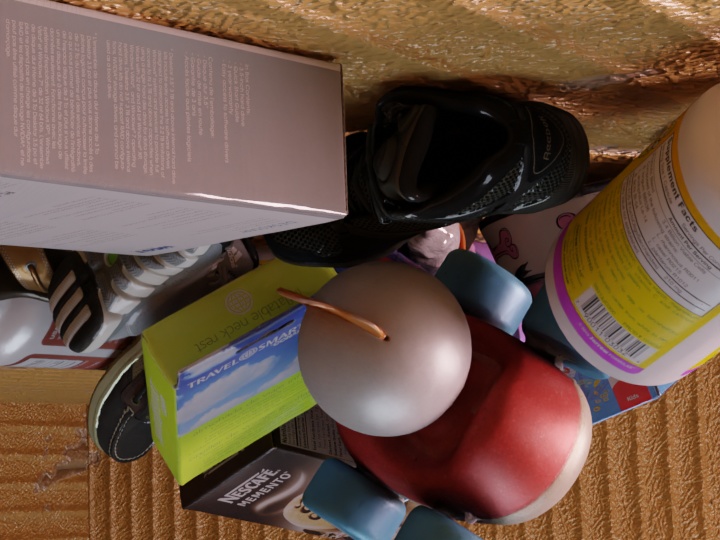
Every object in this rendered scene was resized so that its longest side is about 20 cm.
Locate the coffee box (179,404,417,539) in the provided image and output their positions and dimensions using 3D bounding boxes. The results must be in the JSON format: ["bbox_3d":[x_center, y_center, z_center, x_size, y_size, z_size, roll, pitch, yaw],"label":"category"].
[{"bbox_3d":[-0.027,0.140,1.223,0.199,0.080,0.113,19,140,-37],"label":"coffee box"}]

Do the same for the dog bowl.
[{"bbox_3d":[0.186,-0.014,1.130,0.199,0.074,0.200,-9,172,-1],"label":"dog bowl"}]

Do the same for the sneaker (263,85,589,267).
[{"bbox_3d":[0.011,-0.051,0.869,0.198,0.077,0.114,-11,168,33],"label":"sneaker"}]

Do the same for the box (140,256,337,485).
[{"bbox_3d":[-0.074,0.057,1.013,0.122,0.048,0.200,-30,161,-18],"label":"box"}]

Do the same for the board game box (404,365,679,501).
[{"bbox_3d":[0.113,0.089,1.104,0.199,0.056,0.196,-24,174,15],"label":"board game box"}]

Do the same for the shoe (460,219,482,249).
[{"bbox_3d":[0.055,-0.021,1.179,0.069,0.054,0.200,-4,170,2],"label":"shoe"}]

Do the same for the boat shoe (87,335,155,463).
[{"bbox_3d":[-0.129,0.076,1.128,0.071,0.066,0.201,-8,142,-45],"label":"boat shoe"}]

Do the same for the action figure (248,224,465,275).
[{"bbox_3d":[0.000,0.000,1.102,0.105,0.200,0.194,-51,-178,-40],"label":"action figure"}]

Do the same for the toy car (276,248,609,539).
[{"bbox_3d":[0.018,0.051,0.910,0.200,0.185,0.177,39,168,-36],"label":"toy car"}]

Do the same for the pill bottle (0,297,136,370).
[{"bbox_3d":[-0.220,0.010,1.111,0.112,0.113,0.200,-7,171,33],"label":"pill bottle"}]

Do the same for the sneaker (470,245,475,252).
[{"bbox_3d":[0.025,0.050,1.329,0.080,0.201,0.088,40,-171,15],"label":"sneaker"}]

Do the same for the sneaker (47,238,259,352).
[{"bbox_3d":[-0.095,-0.022,0.963,0.115,0.075,0.200,-5,155,-43],"label":"sneaker"}]

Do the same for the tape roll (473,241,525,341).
[{"bbox_3d":[0.081,0.075,1.370,0.065,0.202,0.199,3,171,-43],"label":"tape roll"}]

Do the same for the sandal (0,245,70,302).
[{"bbox_3d":[-0.197,-0.010,1.011,0.199,0.082,0.054,21,158,-39],"label":"sandal"}]

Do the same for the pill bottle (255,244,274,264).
[{"bbox_3d":[-0.104,0.033,1.277,0.104,0.105,0.200,-7,178,29],"label":"pill bottle"}]

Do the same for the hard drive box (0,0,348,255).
[{"bbox_3d":[-0.129,-0.058,0.745,0.155,0.077,0.199,-9,170,42],"label":"hard drive box"}]

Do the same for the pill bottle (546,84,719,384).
[{"bbox_3d":[0.183,-0.027,0.813,0.104,0.105,0.200,1,153,-27],"label":"pill bottle"}]
